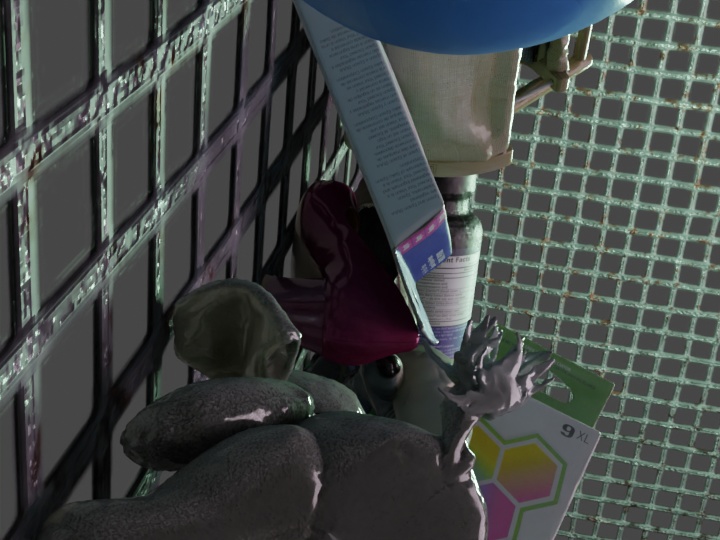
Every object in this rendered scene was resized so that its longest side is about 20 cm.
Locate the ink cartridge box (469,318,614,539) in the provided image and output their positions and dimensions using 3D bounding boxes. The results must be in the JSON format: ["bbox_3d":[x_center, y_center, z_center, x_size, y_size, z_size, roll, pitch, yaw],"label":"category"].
[{"bbox_3d":[0.088,0.129,0.803,0.200,0.104,0.059,-60,171,-19],"label":"ink cartridge box"}]

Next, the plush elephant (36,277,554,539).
[{"bbox_3d":[-0.030,0.093,0.493,0.200,0.165,0.155,-47,-162,-20],"label":"plush elephant"}]

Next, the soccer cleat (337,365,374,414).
[{"bbox_3d":[0.001,0.156,0.981,0.065,0.084,0.200,38,-50,54],"label":"soccer cleat"}]

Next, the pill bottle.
[{"bbox_3d":[0.055,-0.003,1.154,0.112,0.112,0.200,-56,154,-74],"label":"pill bottle"}]

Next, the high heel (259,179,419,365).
[{"bbox_3d":[0.000,0.000,0.763,0.200,0.096,0.067,-70,167,-59],"label":"high heel"}]

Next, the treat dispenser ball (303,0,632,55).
[{"bbox_3d":[0.038,-0.176,0.421,0.201,0.201,0.201,9,90,-83],"label":"treat dispenser ball"}]

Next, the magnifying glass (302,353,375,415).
[{"bbox_3d":[-0.027,0.146,0.905,0.022,0.080,0.200,23,-84,55],"label":"magnifying glass"}]

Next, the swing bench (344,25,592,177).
[{"bbox_3d":[0.088,-0.194,0.897,0.200,0.130,0.199,-51,156,-34],"label":"swing bench"}]

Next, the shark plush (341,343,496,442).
[{"bbox_3d":[0.014,0.087,0.777,0.200,0.091,0.083,10,-85,60],"label":"shark plush"}]

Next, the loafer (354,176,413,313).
[{"bbox_3d":[0.003,0.020,0.986,0.071,0.073,0.200,-40,134,-64],"label":"loafer"}]

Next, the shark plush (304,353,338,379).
[{"bbox_3d":[-0.028,0.114,0.685,0.091,0.083,0.200,-64,-168,13],"label":"shark plush"}]

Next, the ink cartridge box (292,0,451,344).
[{"bbox_3d":[0.022,-0.058,0.743,0.196,0.043,0.200,46,22,-82],"label":"ink cartridge box"}]
